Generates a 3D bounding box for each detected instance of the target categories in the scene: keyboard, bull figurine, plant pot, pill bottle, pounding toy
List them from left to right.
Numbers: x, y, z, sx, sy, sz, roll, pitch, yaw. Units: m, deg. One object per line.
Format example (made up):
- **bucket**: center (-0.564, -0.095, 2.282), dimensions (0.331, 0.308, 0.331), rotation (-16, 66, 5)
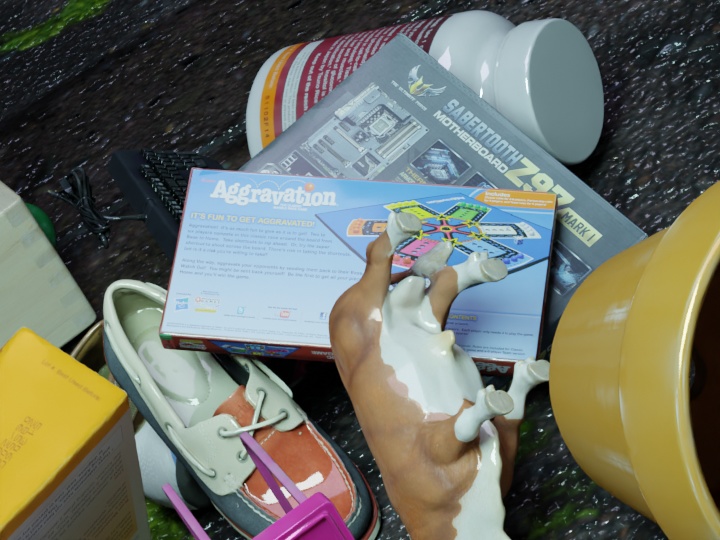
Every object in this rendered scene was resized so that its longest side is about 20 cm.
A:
- **pounding toy**: center (-0.280, -0.015, 1.719), dimensions (0.200, 0.143, 0.184), rotation (-38, 30, -12)
- **keyboard**: center (-0.125, -0.039, 1.694), dimensions (0.126, 0.021, 0.200), rotation (-4, 22, -19)
- **pill bottle**: center (0.039, -0.093, 1.586), dimensions (0.199, 0.113, 0.113), rotation (-7, 36, 36)
- **bull figurine**: center (0.041, 0.070, 1.283), dimensions (0.065, 0.122, 0.201), rotation (-2, 48, -35)
- **plant pot**: center (0.179, 0.048, 1.178), dimensions (0.200, 0.201, 0.183), rotation (-42, 16, -19)

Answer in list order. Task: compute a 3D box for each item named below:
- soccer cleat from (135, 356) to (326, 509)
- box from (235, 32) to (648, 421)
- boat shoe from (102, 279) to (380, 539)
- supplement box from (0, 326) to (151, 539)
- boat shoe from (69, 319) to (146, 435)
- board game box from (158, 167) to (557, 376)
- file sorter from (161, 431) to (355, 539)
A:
- **soccer cleat**: center (-0.072, 0.050, 1.507), dimensions (0.086, 0.070, 0.200), rotation (9, 48, 37)
- **box**: center (0.035, -0.016, 1.441), dimensions (0.158, 0.051, 0.200), rotation (-42, 63, -15)
- **boat shoe**: center (-0.067, 0.078, 1.403), dimensions (0.071, 0.063, 0.200), rotation (-38, 58, -17)
- **supplement box**: center (-0.172, 0.141, 1.328), dimensions (0.073, 0.201, 0.126), rotation (30, 58, 22)
- **boat shoe**: center (-0.172, 0.107, 1.513), dimensions (0.075, 0.074, 0.201), rotation (-11, 35, 32)
- **board game box**: center (0.000, 0.000, 1.395), dimensions (0.198, 0.019, 0.104), rotation (4, 62, 10)
- **file sorter**: center (-0.085, 0.192, 1.234), dimensions (0.199, 0.139, 0.125), rotation (-36, 28, -8)
